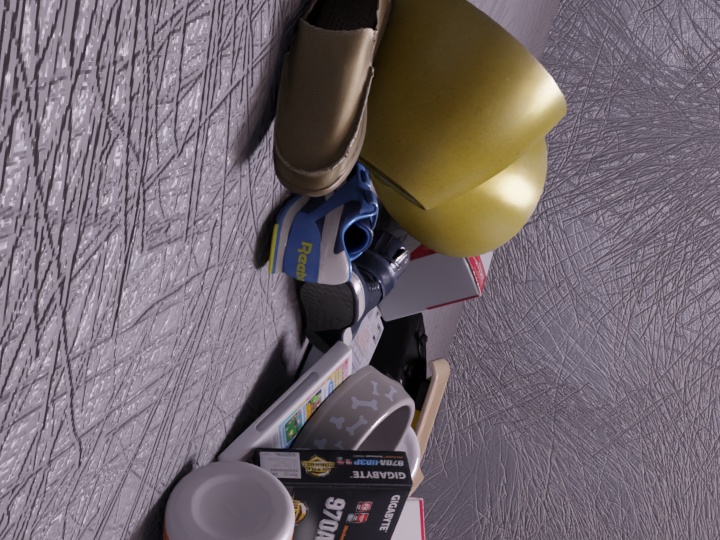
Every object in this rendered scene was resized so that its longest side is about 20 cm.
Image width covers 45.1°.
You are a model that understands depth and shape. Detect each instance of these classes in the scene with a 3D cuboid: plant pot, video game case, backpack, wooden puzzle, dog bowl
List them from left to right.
[{"bbox_3d":[-0.077,0.191,0.952,0.182,0.024,0.201,-43,155,-28],"label":"video game case"},{"bbox_3d":[-0.031,0.127,1.132,0.200,0.045,0.183,70,42,-72],"label":"video game case"},{"bbox_3d":[-0.011,0.205,0.999,0.200,0.058,0.201,-45,156,-26],"label":"dog bowl"},{"bbox_3d":[0.044,0.182,1.392,0.201,0.152,0.164,68,35,-45],"label":"backpack"},{"bbox_3d":[0.096,0.238,1.357,0.185,0.037,0.203,19,85,-78],"label":"wooden puzzle"},{"bbox_3d":[0.061,-0.140,0.766,0.143,0.199,0.200,-54,168,2],"label":"plant pot"},{"bbox_3d":[0.085,-0.125,0.958,0.141,0.199,0.203,11,99,-52],"label":"plant pot"}]

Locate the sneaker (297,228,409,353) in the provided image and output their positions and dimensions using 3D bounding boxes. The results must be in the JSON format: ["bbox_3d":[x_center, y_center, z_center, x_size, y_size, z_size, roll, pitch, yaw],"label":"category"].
[{"bbox_3d":[-0.001,-0.001,0.955,0.147,0.076,0.203,-54,172,-22],"label":"sneaker"}]

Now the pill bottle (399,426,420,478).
[{"bbox_3d":[0.005,0.271,1.262,0.117,0.115,0.200,-66,-172,-20],"label":"pill bottle"}]

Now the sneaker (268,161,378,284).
[{"bbox_3d":[-0.018,-0.056,0.817,0.075,0.081,0.201,96,15,-45],"label":"sneaker"}]

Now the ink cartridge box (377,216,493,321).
[{"bbox_3d":[0.103,-0.032,1.183,0.084,0.144,0.201,63,28,-21],"label":"ink cartridge box"}]

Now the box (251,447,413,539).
[{"bbox_3d":[-0.046,0.264,0.906,0.046,0.156,0.202,-101,-159,-48],"label":"box"}]

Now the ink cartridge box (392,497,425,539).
[{"bbox_3d":[0.011,0.377,1.111,0.200,0.083,0.147,134,-42,-62],"label":"ink cartridge box"}]

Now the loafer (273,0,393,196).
[{"bbox_3d":[-0.025,-0.156,0.658,0.068,0.075,0.203,66,35,-72],"label":"loafer"}]

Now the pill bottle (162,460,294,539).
[{"bbox_3d":[-0.125,0.280,0.783,0.113,0.112,0.202,-54,160,-54],"label":"pill bottle"}]
